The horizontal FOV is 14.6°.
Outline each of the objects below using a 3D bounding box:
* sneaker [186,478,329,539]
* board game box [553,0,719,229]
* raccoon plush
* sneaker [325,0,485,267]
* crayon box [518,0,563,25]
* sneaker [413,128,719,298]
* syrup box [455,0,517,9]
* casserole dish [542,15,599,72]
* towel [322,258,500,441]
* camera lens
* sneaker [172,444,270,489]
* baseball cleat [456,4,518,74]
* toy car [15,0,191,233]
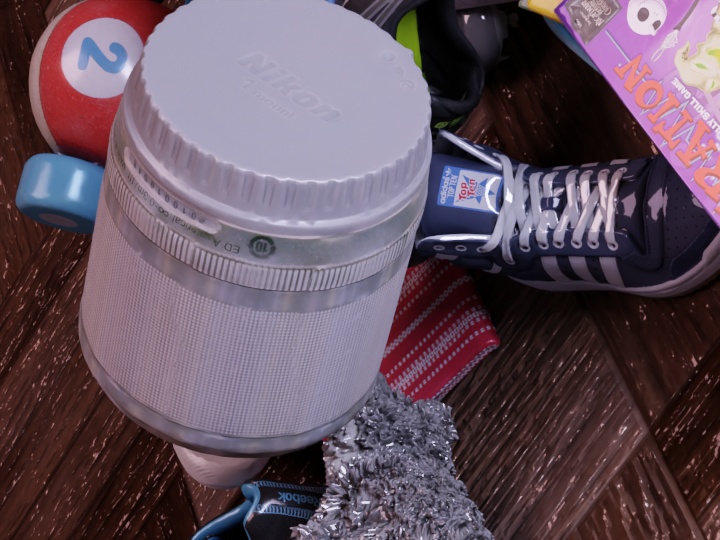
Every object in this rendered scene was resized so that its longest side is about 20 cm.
[{"bbox_3d":[-0.076,0.176,1.600,0.200,0.082,0.074,-48,39,36],"label":"sneaker"},{"bbox_3d":[0.186,-0.085,1.264,0.120,0.032,0.200,-47,63,23],"label":"board game box"},{"bbox_3d":[0.053,0.117,1.448,0.199,0.097,0.135,1,61,35],"label":"raccoon plush"},{"bbox_3d":[0.021,-0.082,1.467,0.083,0.071,0.201,30,133,36],"label":"sneaker"},{"bbox_3d":[0.165,-0.157,1.332,0.199,0.051,0.126,25,96,33],"label":"crayon box"},{"bbox_3d":[0.100,-0.031,1.397,0.200,0.108,0.071,-9,66,57],"label":"sneaker"},{"bbox_3d":[0.009,-0.187,1.533,0.199,0.079,0.082,-5,68,37],"label":"syrup box"},{"bbox_3d":[0.159,-0.152,1.439,0.122,0.039,0.200,-63,32,14],"label":"casserole dish"},{"bbox_3d":[0.000,0.000,1.589,0.145,0.022,0.201,-46,54,34],"label":"towel"},{"bbox_3d":[-0.054,-0.018,1.410,0.161,0.159,0.201,-104,21,-44],"label":"camera lens"},{"bbox_3d":[-0.074,0.085,1.654,0.200,0.075,0.089,-98,2,-62],"label":"sneaker"},{"bbox_3d":[0.009,-0.141,1.614,0.200,0.106,0.070,-154,53,-66],"label":"baseball cleat"},{"bbox_3d":[-0.082,-0.104,1.698,0.199,0.176,0.186,0,72,46],"label":"toy car"}]
